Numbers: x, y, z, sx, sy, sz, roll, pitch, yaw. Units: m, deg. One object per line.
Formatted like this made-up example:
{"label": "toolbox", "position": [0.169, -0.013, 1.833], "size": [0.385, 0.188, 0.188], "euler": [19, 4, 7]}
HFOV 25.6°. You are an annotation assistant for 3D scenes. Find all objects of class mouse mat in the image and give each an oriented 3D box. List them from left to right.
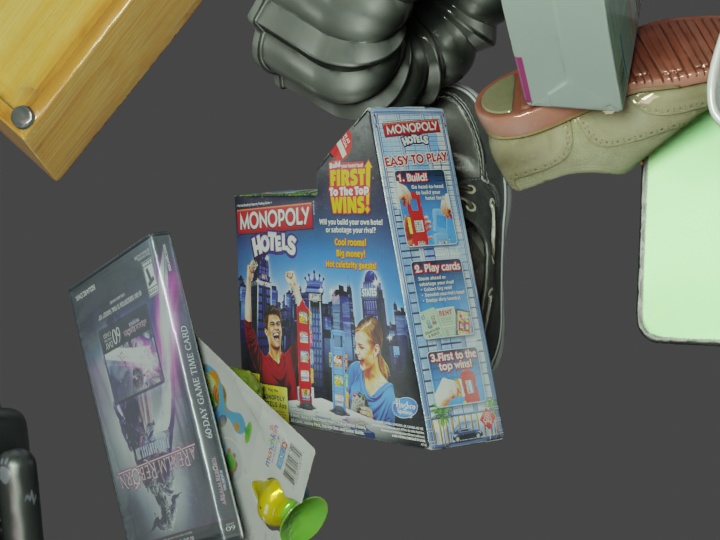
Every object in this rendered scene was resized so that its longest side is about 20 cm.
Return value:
{"label": "mouse mat", "position": [0.274, -0.031, 0.986], "size": [0.200, 0.008, 0.161], "euler": [2, 88, 17]}

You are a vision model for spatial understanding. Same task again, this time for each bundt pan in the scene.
{"label": "bundt pan", "position": [0.032, -0.173, 0.956], "size": [0.076, 0.202, 0.202], "euler": [41, 98, 24]}

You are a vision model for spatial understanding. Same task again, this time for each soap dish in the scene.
{"label": "soap dish", "position": [-0.209, -0.188, 1.095], "size": [0.157, 0.081, 0.200], "euler": [42, 97, 14]}

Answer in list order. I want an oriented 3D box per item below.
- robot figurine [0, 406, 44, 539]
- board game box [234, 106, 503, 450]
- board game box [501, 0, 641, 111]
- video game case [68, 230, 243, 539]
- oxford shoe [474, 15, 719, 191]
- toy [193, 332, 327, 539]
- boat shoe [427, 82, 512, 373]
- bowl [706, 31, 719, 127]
{"label": "robot figurine", "position": [-0.282, 0.161, 1.078], "size": [0.125, 0.150, 0.200], "euler": [-6, 84, -13]}
{"label": "board game box", "position": [0.000, 0.000, 0.994], "size": [0.200, 0.062, 0.200], "euler": [3, 95, 52]}
{"label": "board game box", "position": [0.132, -0.217, 0.928], "size": [0.064, 0.148, 0.200], "euler": [6, 62, 17]}
{"label": "video game case", "position": [-0.138, 0.089, 1.045], "size": [0.143, 0.019, 0.200], "euler": [-27, 75, 55]}
{"label": "oxford shoe", "position": [0.175, -0.105, 0.992], "size": [0.200, 0.071, 0.074], "euler": [-13, 125, 9]}
{"label": "toy", "position": [-0.083, 0.105, 1.025], "size": [0.200, 0.047, 0.115], "euler": [42, 128, 44]}
{"label": "boat shoe", "position": [0.057, -0.025, 1.017], "size": [0.070, 0.066, 0.200], "euler": [0, 87, 16]}
{"label": "bowl", "position": [0.306, -0.128, 0.860], "size": [0.199, 0.075, 0.200], "euler": [23, 89, 18]}
